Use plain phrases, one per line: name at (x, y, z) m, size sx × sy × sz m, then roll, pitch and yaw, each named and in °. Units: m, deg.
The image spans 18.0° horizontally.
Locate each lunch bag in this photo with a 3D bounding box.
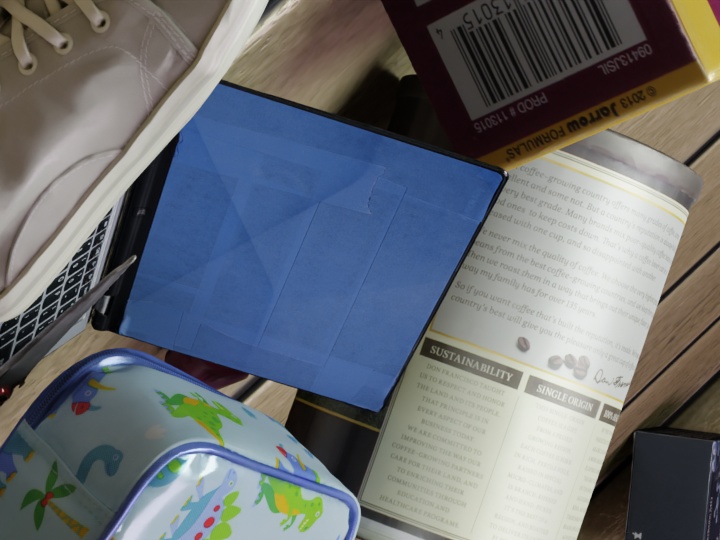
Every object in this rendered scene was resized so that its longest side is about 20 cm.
lunch bag at (-0.101, 0.136, 0.876) m, size 0.200 × 0.082 × 0.161 m, roll -54°, pitch 144°, yaw 7°

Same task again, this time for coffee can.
coffee can at (0.055, 0.030, 1.029) m, size 0.146 × 0.146 × 0.201 m, roll 29°, pitch 80°, yaw -76°

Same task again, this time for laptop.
laptop at (-0.075, 0.022, 0.850) m, size 0.200 × 0.116 × 0.188 m, roll -36°, pitch 164°, yaw -31°

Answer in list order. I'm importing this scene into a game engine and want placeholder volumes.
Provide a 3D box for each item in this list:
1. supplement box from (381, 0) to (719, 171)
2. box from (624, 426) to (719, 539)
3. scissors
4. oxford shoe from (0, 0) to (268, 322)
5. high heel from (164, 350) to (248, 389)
supplement box at (0.122, -0.129, 0.917) m, size 0.131 × 0.104 × 0.200 m, roll -23°, pitch -175°, yaw 43°
box at (0.415, 0.283, 2.943) m, size 0.200 × 0.106 × 0.149 m, roll 6°, pitch 90°, yaw -73°
scissors at (-0.138, 0.050, 0.844) m, size 0.200 × 0.014 × 0.073 m, roll -34°, pitch 152°, yaw 22°
oxford shoe at (-0.084, -0.067, 0.678) m, size 0.058 × 0.075 × 0.200 m, roll 24°, pitch 115°, yaw -36°
high heel at (0.000, 0.000, 1.093) m, size 0.200 × 0.068 × 0.096 m, roll -32°, pitch 173°, yaw -31°
